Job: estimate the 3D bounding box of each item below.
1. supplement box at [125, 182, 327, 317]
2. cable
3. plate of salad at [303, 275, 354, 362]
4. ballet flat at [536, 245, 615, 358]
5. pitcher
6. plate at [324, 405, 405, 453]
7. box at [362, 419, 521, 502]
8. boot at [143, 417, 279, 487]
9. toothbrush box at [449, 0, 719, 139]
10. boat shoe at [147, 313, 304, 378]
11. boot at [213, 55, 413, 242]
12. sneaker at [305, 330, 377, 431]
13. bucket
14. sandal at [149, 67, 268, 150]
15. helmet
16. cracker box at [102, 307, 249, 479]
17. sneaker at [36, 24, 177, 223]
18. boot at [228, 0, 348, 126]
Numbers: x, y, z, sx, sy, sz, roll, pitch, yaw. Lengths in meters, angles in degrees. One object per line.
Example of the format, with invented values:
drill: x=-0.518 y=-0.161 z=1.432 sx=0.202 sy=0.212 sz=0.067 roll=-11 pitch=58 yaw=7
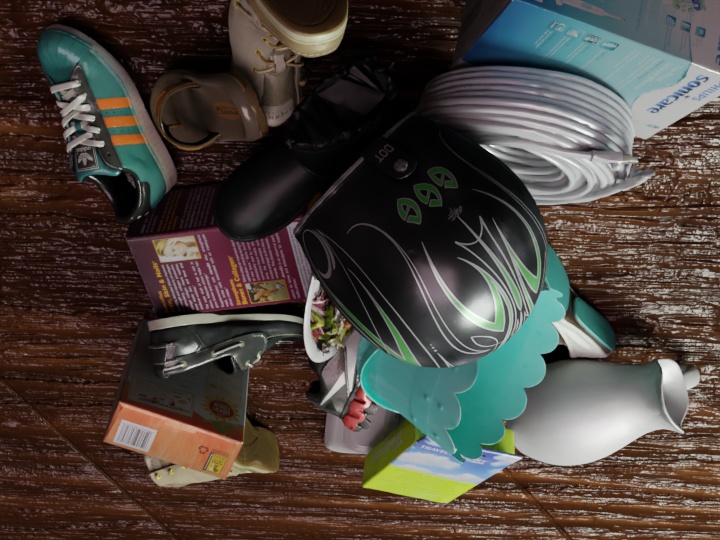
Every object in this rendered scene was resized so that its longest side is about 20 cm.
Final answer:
supplement box: x=-0.127 y=-0.027 z=0.954 sx=0.200 sy=0.086 sz=0.110 roll=-7 pitch=129 yaw=7
cable: x=0.142 y=-0.119 z=0.817 sx=0.200 sy=0.069 sz=0.200 roll=17 pitch=170 yaw=-8
plate of salad: x=0.000 y=0.000 z=0.903 sx=0.048 sy=0.200 sz=0.200 roll=20 pitch=131 yaw=17
ballet flat: x=0.211 y=0.038 z=1.010 sx=0.069 sy=0.069 sz=0.200 roll=-29 pitch=125 yaw=23
pitcher: x=0.286 y=0.154 z=1.067 sx=0.200 sy=0.172 sz=0.121 roll=-19 pitch=85 yaw=34
plate: x=0.056 y=0.173 z=1.140 sx=0.200 sy=0.032 sz=0.200 roll=4 pitch=128 yaw=-1
box: x=0.092 y=0.220 z=1.081 sx=0.122 sy=0.048 sz=0.200 roll=15 pitch=148 yaw=-14
boot: x=-0.206 y=0.221 z=1.138 sx=0.155 sy=0.073 sz=0.200 roll=-12 pitch=156 yaw=15
toothbrush box: x=0.196 y=-0.197 z=0.763 sx=0.200 sy=0.085 sz=0.146 roll=17 pitch=166 yaw=-9
boat shoe: x=-0.141 y=0.082 z=1.008 sx=0.200 sy=0.068 sz=0.072 roll=-1 pitch=168 yaw=-42
boot: x=-0.048 y=-0.103 z=0.805 sx=0.198 sy=0.162 sz=0.073 roll=-34 pitch=89 yaw=-7
sneaker: x=-0.006 y=0.085 z=1.036 sx=0.098 sy=0.071 sz=0.201 roll=21 pitch=111 yaw=1
bucket: x=0.100 y=0.079 z=0.939 sx=0.135 sy=0.207 sz=0.207 roll=30 pitch=136 yaw=29
sandal: x=-0.151 y=-0.138 z=0.825 sx=0.054 sy=0.200 sz=0.080 roll=-38 pitch=116 yaw=-24
helmet: x=0.060 y=-0.014 z=0.754 sx=0.191 sy=0.200 sz=0.200 roll=46 pitch=120 yaw=0
cracker box: x=-0.195 y=0.131 z=1.008 sx=0.134 sy=0.200 sz=0.058 roll=21 pitch=113 yaw=-13
sneaker: x=-0.249 y=-0.133 z=0.869 sx=0.071 sy=0.080 sz=0.200 roll=-4 pitch=131 yaw=32
boot: x=-0.066 y=-0.186 z=0.763 sx=0.072 sy=0.200 sz=0.155 roll=-13 pitch=133 yaw=-20
